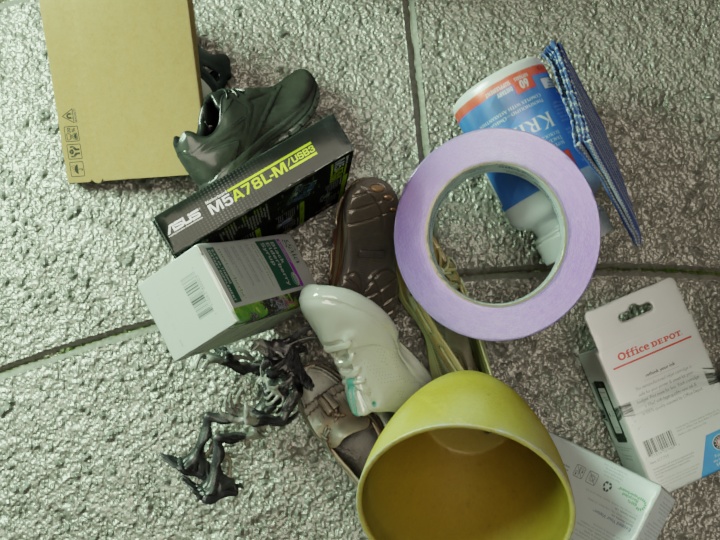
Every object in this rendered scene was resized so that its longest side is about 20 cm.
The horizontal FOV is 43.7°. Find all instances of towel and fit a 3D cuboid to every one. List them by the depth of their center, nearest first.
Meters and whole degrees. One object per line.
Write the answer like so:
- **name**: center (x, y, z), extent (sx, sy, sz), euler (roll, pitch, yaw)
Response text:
- **towel**: center (0.237, -0.135, 0.924), extent (0.024, 0.202, 0.145), euler (-25, 126, 21)

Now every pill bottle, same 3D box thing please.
- **pill bottle**: center (0.190, -0.114, 0.965), extent (0.111, 0.112, 0.202), euler (-27, 85, -7)

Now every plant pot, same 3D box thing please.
- **plant pot**: center (0.102, 0.179, 0.864), extent (0.196, 0.143, 0.203), euler (4, 122, 7)

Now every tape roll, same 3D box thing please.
- **tape roll**: center (0.133, -0.034, 0.884), extent (0.196, 0.066, 0.204), euler (0, 89, 10)

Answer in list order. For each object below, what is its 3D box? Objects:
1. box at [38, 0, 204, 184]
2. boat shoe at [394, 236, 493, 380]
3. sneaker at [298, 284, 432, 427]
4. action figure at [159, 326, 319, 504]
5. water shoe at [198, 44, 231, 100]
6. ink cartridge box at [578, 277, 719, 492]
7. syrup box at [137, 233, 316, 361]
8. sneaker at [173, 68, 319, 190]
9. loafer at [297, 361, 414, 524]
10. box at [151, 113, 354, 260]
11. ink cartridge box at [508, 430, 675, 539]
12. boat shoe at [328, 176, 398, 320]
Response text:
- **box**: center (-0.244, -0.197, 0.938), extent (0.160, 0.021, 0.204), euler (-3, 104, 8)
- **boat shoe**: center (0.090, 0.043, 0.950), extent (0.072, 0.063, 0.204), euler (-13, 84, -29)
- **sneaker**: center (0.002, 0.097, 0.891), extent (0.200, 0.074, 0.089), euler (47, 54, -32)
- **action figure**: center (-0.119, 0.130, 0.905), extent (0.102, 0.119, 0.202), euler (34, 89, -37)
- **water shoe**: center (-0.231, -0.255, 0.984), extent (0.199, 0.071, 0.079), euler (40, 61, -4)
- **ink cartridge box**: center (0.315, 0.123, 0.964), extent (0.114, 0.068, 0.203), euler (-20, 84, -7)
- **syrup box**: center (-0.119, 0.020, 0.875), extent (0.081, 0.200, 0.080), euler (-31, 84, 21)
- **sneaker**: center (-0.115, -0.160, 0.934), extent (0.091, 0.075, 0.201), euler (51, 52, -19)
- **loafer**: center (-0.001, 0.180, 0.934), extent (0.071, 0.063, 0.201), euler (-34, 86, -6)
- **box**: center (-0.101, -0.063, 0.892), extent (0.192, 0.200, 0.048), euler (-34, 85, -7)
- **ink cartridge box**: center (0.179, 0.266, 0.879), extent (0.040, 0.199, 0.202), euler (39, 80, -35)
- **boat shoe**: center (0.000, 0.000, 0.958), extent (0.074, 0.072, 0.204), euler (7, 100, -18)
